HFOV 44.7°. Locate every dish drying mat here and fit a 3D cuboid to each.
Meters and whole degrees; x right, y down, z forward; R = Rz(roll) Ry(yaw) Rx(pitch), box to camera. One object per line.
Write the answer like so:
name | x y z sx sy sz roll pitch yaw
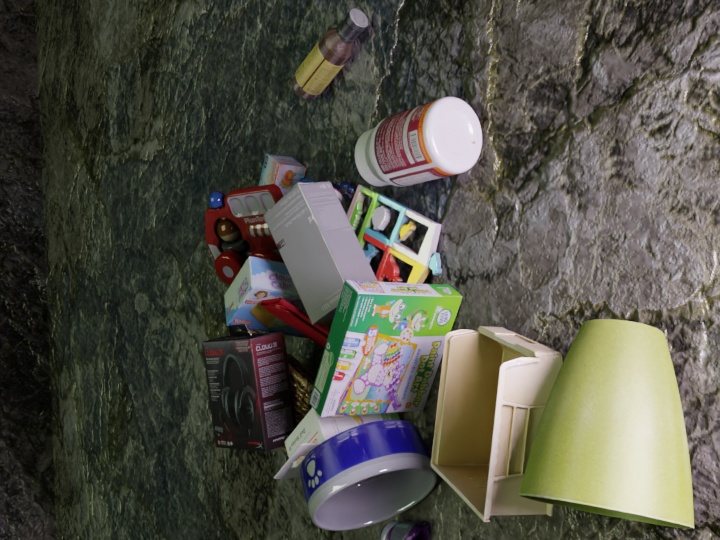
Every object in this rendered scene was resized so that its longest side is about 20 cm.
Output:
dish drying mat | -0.076 0.104 1.464 0.076 0.199 0.018 -7 53 55

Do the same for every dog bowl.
dog bowl | 0.011 0.308 1.309 0.201 0.197 0.080 -54 45 38

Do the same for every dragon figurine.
dragon figurine | -0.081 -0.136 1.596 0.199 0.058 0.102 30 112 52

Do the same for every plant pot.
plant pot | 0.281 0.165 0.970 0.186 0.185 0.204 -10 65 54

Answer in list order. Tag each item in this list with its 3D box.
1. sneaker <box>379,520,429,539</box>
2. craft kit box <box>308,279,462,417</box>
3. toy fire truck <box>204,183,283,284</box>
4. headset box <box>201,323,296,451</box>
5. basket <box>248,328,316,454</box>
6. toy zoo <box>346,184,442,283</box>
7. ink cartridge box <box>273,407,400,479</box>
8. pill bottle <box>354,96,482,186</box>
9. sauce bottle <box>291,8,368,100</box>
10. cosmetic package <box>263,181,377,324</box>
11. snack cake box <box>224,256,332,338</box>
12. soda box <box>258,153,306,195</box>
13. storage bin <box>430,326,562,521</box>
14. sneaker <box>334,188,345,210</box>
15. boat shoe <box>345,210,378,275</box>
sneaker | 0.076 0.480 1.315 0.087 0.073 0.204 -22 69 47
craft kit box | 0.038 0.116 1.287 0.048 0.195 0.204 38 119 46
toy fire truck | -0.205 -0.074 1.604 0.197 0.112 0.171 -3 119 32
headset box | -0.187 0.190 1.460 0.147 0.076 0.205 -7 92 46
basket | -0.114 0.198 1.543 0.199 0.141 0.152 35 120 38
toy zoo | 0.048 -0.039 1.386 0.198 0.020 0.133 31 104 35
ink cartridge box | -0.041 0.269 1.387 0.118 0.197 0.068 -52 48 39
pill bottle | 0.082 -0.187 1.320 0.198 0.108 0.112 -6 83 55
sauce bottle | -0.053 -0.388 1.571 0.199 0.064 0.066 -38 57 46
cosmetic package | -0.062 -0.029 1.397 0.106 0.089 0.203 -36 72 37
snack cake box | -0.124 0.052 1.520 0.115 0.197 0.068 -49 40 42
soda box | -0.169 -0.121 1.721 0.068 0.063 0.204 39 119 49
storage bin | 0.173 0.186 1.120 0.200 0.092 0.203 -156 71 -76
sneaker | -0.068 -0.063 1.516 0.202 0.079 0.076 95 180 -46
boat shoe | 0.000 0.000 1.467 0.068 0.056 0.204 -19 71 28
